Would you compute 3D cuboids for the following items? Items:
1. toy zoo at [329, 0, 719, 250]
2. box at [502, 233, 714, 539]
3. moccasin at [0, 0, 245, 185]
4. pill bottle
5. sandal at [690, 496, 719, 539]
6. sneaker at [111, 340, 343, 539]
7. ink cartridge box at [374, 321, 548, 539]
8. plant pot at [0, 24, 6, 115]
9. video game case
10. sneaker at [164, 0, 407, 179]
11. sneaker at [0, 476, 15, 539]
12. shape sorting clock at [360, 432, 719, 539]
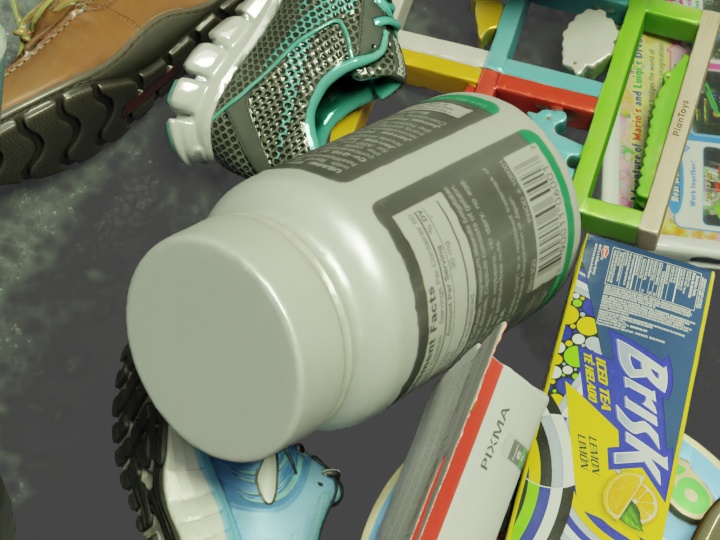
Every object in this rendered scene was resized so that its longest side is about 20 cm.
[{"bbox_3d":[0.069,-0.095,0.911,0.198,0.021,0.132,15,66,11],"label":"toy zoo"},{"bbox_3d":[0.101,0.088,0.780,0.064,0.070,0.201,16,54,6],"label":"box"},{"bbox_3d":[-0.131,-0.113,0.880,0.078,0.074,0.201,41,67,15],"label":"moccasin"},{"bbox_3d":[0.000,0.000,0.781,0.113,0.113,0.199,47,41,14],"label":"pill bottle"},{"bbox_3d":[0.159,0.181,0.751,0.080,0.054,0.201,25,65,0],"label":"sandal"},{"bbox_3d":[-0.055,0.090,0.809,0.089,0.078,0.202,1,67,-27],"label":"sneaker"},{"bbox_3d":[0.031,0.112,0.687,0.050,0.200,0.162,22,79,-2],"label":"ink cartridge box"},{"bbox_3d":[-0.268,-0.010,0.747,0.194,0.200,0.198,24,64,4],"label":"plant pot"},{"bbox_3d":[0.213,-0.090,0.938,0.180,0.024,0.202,7,65,-3],"label":"video game case"},{"bbox_3d":[-0.008,-0.122,0.881,0.091,0.078,0.201,28,85,18],"label":"sneaker"},{"bbox_3d":[-0.195,0.173,0.751,0.085,0.081,0.202,-4,57,5],"label":"sneaker"},{"bbox_3d":[0.095,0.148,0.806,0.198,0.039,0.202,3,65,-6],"label":"shape sorting clock"}]
